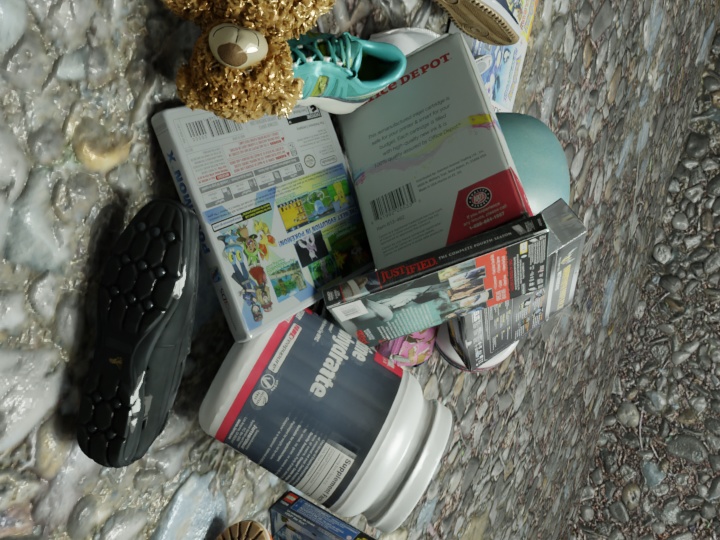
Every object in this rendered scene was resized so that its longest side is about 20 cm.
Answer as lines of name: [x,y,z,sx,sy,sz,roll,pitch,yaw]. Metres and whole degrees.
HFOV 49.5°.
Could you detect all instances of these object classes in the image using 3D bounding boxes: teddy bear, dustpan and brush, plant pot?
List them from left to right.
teddy bear: [-0.079,-0.212,0.557,0.143,0.066,0.204,27,78,-22]
dustpan and brush: [0.084,-0.216,0.882,0.199,0.056,0.142,-39,137,-45]
plant pot: [0.132,-0.096,0.938,0.133,0.199,0.205,3,103,-37]

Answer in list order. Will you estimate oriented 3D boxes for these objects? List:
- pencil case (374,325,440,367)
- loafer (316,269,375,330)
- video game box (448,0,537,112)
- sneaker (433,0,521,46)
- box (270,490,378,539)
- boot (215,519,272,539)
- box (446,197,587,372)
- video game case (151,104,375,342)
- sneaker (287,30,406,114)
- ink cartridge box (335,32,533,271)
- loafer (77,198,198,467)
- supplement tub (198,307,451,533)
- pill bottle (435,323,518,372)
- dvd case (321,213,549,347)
pencil case: [0.068,0.032,0.917,0.081,0.088,0.202,-5,142,-17]
loafer: [0.000,0.000,0.845,0.071,0.067,0.204,96,15,-65]
video game box: [0.170,-0.303,1.023,0.181,0.046,0.205,-3,107,-62]
sneaker: [0.120,-0.336,0.850,0.198,0.069,0.111,25,80,-38]
box: [-0.038,0.369,0.905,0.040,0.135,0.204,-31,131,-45]
boot: [-0.126,0.344,0.814,0.107,0.074,0.204,1,111,-63]
box: [0.170,0.024,0.878,0.157,0.049,0.201,-33,154,-5]
video game case: [-0.069,-0.061,0.669,0.199,0.022,0.186,-28,100,-52]
sneaker: [-0.039,-0.179,0.661,0.198,0.079,0.079,-14,93,-48]
ink cartridge box: [0.070,-0.098,0.742,0.083,0.143,0.204,35,36,-59]
loafer: [-0.161,0.046,0.592,0.070,0.067,0.205,-8,114,-74]
supplement tub: [-0.032,0.127,0.700,0.142,0.198,0.140,-58,-178,4]
pill bottle: [0.158,0.079,1.082,0.200,0.117,0.122,57,54,-78]
dvd case: [0.074,0.016,0.711,0.146,0.196,0.022,57,14,-67]
